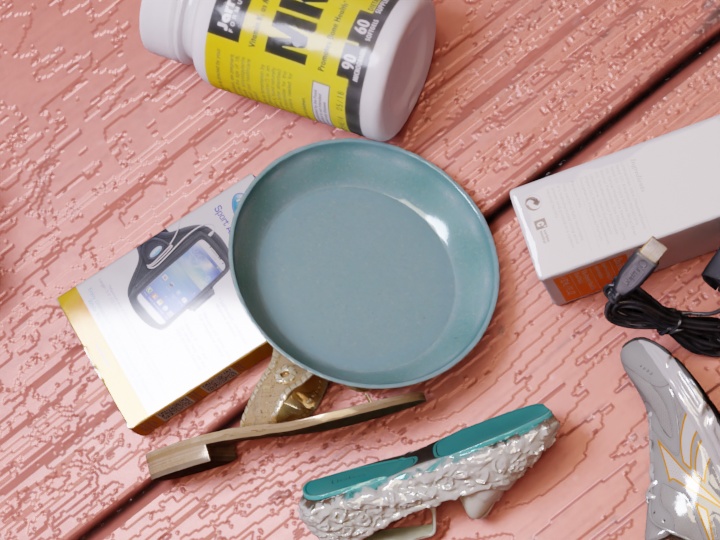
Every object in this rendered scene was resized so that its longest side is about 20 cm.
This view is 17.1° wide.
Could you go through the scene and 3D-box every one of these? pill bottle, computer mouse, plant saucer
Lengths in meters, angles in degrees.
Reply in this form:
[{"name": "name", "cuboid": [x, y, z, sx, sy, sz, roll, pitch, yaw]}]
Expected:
[{"name": "pill bottle", "cuboid": [-0.054, -0.177, 1.774, 0.199, 0.114, 0.115, 19, 82, 15]}, {"name": "computer mouse", "cuboid": [0.254, -0.018, 1.631, 0.200, 0.140, 0.046, -44, 43, 40]}, {"name": "plant saucer", "cuboid": [0.000, 0.000, 1.732, 0.199, 0.036, 0.201, 6, 62, -11]}]

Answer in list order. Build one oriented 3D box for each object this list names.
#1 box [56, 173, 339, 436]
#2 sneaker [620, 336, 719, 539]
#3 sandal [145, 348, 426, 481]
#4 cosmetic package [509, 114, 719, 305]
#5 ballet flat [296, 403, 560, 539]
[{"name": "box", "cuboid": [-0.112, 0.020, 1.782, 0.200, 0.041, 0.119, -32, 73, 1]}, {"name": "sneaker", "cuboid": [0.223, 0.142, 1.667, 0.092, 0.076, 0.200, -33, 72, 8]}, {"name": "sandal", "cuboid": [-0.063, 0.091, 1.735, 0.211, 0.078, 0.070, -18, 80, 13]}, {"name": "cosmetic package", "cuboid": [0.214, -0.047, 1.695, 0.199, 0.101, 0.072, -20, 75, 8]}, {"name": "ballet flat", "cuboid": [0.054, 0.153, 1.711, 0.199, 0.072, 0.072, -19, 74, 9]}]
